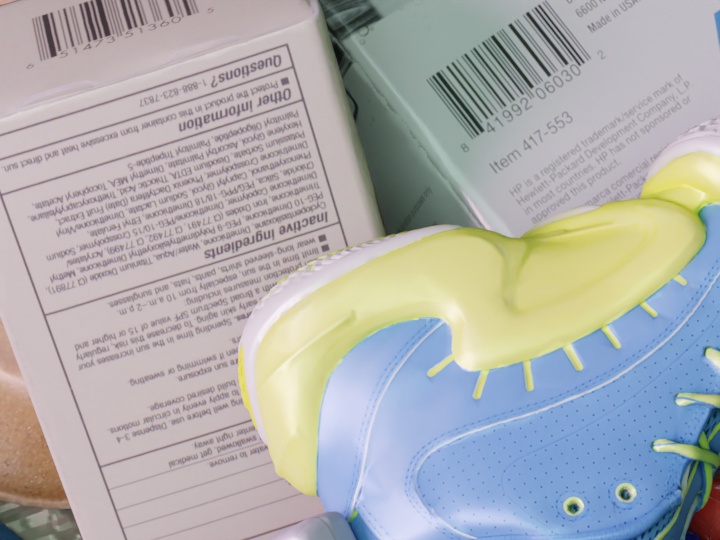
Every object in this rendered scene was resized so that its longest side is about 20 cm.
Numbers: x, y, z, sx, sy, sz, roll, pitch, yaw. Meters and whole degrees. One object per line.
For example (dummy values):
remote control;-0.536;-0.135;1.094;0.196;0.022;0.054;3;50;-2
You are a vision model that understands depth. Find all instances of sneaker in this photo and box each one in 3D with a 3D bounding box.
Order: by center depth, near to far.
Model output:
sneaker;0.075;0.028;0.704;0.199;0.076;0.105;-19;68;0

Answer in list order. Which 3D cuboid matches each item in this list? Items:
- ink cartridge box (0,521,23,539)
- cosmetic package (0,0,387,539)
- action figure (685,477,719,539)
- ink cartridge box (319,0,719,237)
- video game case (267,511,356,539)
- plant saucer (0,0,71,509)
ink cartridge box;-0.099;0.173;0.846;0.200;0.125;0.129;38;92;8
cosmetic package;-0.037;0.020;0.775;0.105;0.071;0.201;-16;119;-2
action figure;0.044;0.097;0.755;0.099;0.065;0.200;38;87;32
ink cartridge box;0.039;-0.087;0.834;0.146;0.086;0.200;-34;79;-23
video game case;-0.037;0.178;0.717;0.200;0.022;0.183;-31;84;36
plant saucer;-0.101;-0.029;0.868;0.199;0.035;0.201;11;113;28
